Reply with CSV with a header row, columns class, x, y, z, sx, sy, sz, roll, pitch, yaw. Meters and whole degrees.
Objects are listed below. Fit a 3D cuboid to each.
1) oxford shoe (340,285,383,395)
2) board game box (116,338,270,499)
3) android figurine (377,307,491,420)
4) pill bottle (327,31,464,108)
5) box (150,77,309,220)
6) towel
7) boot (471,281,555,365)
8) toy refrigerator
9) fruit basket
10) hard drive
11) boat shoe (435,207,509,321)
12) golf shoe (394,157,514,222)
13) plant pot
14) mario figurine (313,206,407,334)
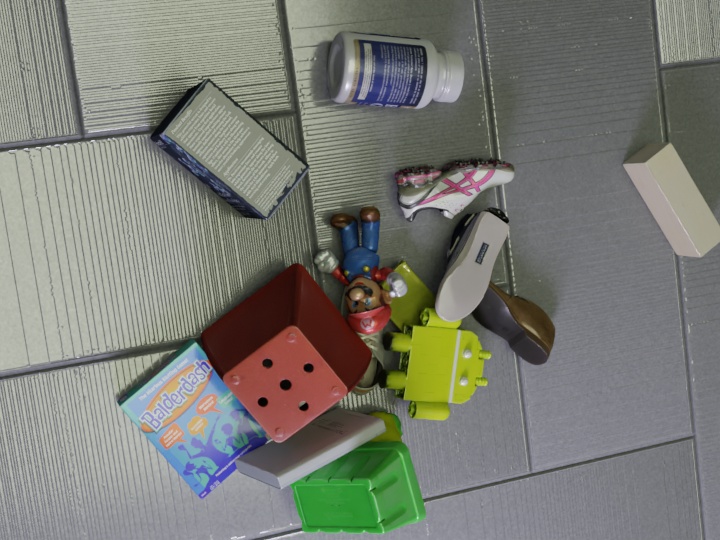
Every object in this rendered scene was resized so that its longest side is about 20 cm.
class,x,y,z,sx,sy,sz,roll,pitch,yaw
oxford shoe,0.007,0.105,1.762,0.075,0.058,0.200,0,92,-15
board game box,-0.255,0.230,1.694,0.152,0.045,0.200,-41,104,-11
android figurine,0.125,0.153,1.778,0.200,0.041,0.182,9,90,-27
pill bottle,0.056,-0.313,1.717,0.200,0.111,0.111,2,94,-17
box,-0.197,-0.177,1.628,0.200,0.148,0.107,40,82,-16
towel,0.105,0.081,1.794,0.086,0.018,0.200,-49,112,-18
boot,0.251,0.068,1.843,0.200,0.074,0.075,44,51,-11
toy refrigerator,0.550,-0.125,1.905,0.070,0.076,0.200,-38,103,-11
fruit basket,0.011,0.322,1.733,0.215,0.216,0.156,-18,99,-15
hard drive,-0.077,0.270,1.680,0.200,0.132,0.027,-23,106,-32
boat shoe,0.171,-0.008,1.783,0.075,0.093,0.200,33,81,-16
golf shoe,0.157,-0.134,1.786,0.200,0.073,0.092,-10,103,-7
plant pot,-0.112,0.141,1.636,0.200,0.176,0.200,-37,104,7
mario figurine,0.000,0.000,1.696,0.106,0.123,0.200,2,72,-31
